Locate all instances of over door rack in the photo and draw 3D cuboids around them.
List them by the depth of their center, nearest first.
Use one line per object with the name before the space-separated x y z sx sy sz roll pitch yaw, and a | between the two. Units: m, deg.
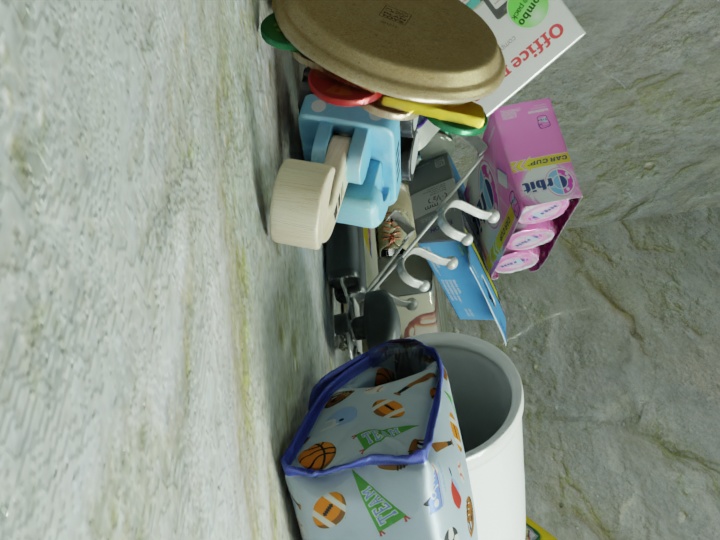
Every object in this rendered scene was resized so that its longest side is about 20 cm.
over door rack | 0.074 -0.038 0.942 0.066 0.148 0.201 35 34 -10

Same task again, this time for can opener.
can opener | -0.002 0.005 0.878 0.053 0.065 0.203 69 10 -55

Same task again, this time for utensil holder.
utensil holder | 0.082 0.193 0.921 0.171 0.166 0.203 -88 169 -53

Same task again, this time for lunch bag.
lunch bag | 0.024 0.162 0.679 0.200 0.121 0.173 -57 139 -67

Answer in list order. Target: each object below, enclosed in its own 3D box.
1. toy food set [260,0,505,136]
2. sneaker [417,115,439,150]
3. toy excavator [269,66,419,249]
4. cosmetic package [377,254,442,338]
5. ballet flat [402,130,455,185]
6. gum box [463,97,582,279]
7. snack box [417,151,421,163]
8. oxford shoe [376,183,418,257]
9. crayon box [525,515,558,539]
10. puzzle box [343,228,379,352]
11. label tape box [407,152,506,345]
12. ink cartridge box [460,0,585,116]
toy food set | 0.020 -0.180 0.739 0.200 0.196 0.049 -90 -164 -51
sneaker | 0.021 -0.195 0.928 0.148 0.080 0.200 62 20 -14
toy excavator | -0.016 -0.074 0.741 0.195 0.098 0.203 83 17 -62
cosmetic package | 0.061 0.091 1.171 0.104 0.085 0.203 -84 164 -59
ballet flat | 0.059 -0.137 1.219 0.199 0.068 0.071 -1 -82 65
gum box | 0.170 -0.080 1.022 0.201 0.065 0.115 98 -20 -68
snack box | 0.028 -0.201 1.192 0.116 0.036 0.204 135 -44 -55
oxford shoe | 0.054 -0.064 1.355 0.075 0.069 0.204 -60 141 -70
crayon box | 0.138 0.323 1.083 0.059 0.171 0.200 -58 171 16
puzzle box | 0.000 0.000 1.022 0.133 0.025 0.204 66 18 -64
label tape box | 0.115 -0.020 1.124 0.202 0.065 0.144 -93 158 -45
ink cartridge box | 0.098 -0.262 0.910 0.201 0.146 0.146 50 15 -6
